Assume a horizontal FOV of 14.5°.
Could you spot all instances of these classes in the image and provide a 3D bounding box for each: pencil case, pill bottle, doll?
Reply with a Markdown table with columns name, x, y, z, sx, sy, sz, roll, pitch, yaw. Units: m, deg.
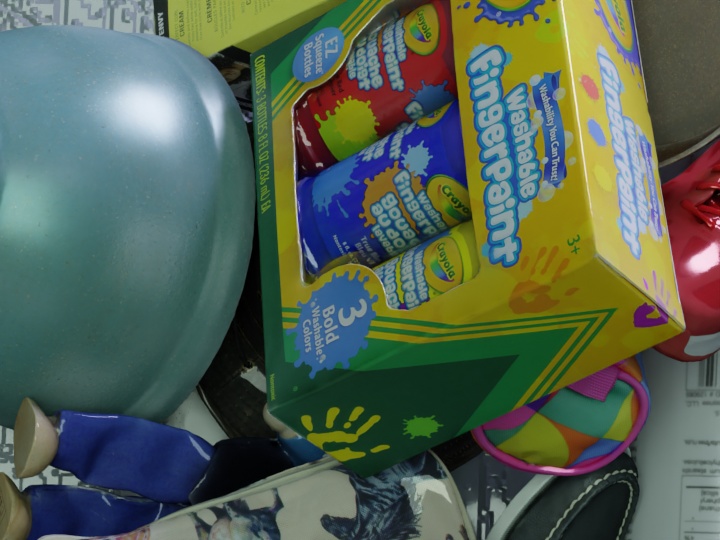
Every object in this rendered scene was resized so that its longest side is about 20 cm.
| name | x | y | z | sx | sy | sz | roll | pitch | yaw |
| --- | --- | --- | --- | --- | --- | --- | --- | --- | --- |
| pencil case | 0.082 | -0.002 | 1.281 | 0.088 | 0.088 | 0.200 | -7 | 45 | 3 |
| pill bottle | 0.175 | 0.117 | 1.310 | 0.113 | 0.113 | 0.200 | 3 | 82 | 4 |
| doll | -0.067 | 0.117 | 1.287 | 0.200 | 0.048 | 0.137 | 13 | 111 | -20 |
| pencil case | -0.052 | 0.128 | 1.222 | 0.200 | 0.078 | 0.090 | -16 | 89 | -20 |

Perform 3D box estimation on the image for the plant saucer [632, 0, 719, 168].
| name | x | y | z | sx | sy | sz | roll | pitch | yaw |
| --- | --- | --- | --- | --- | --- | --- | --- | --- | --- |
| plant saucer | 0.134 | -0.135 | 1.260 | 0.200 | 0.032 | 0.201 | -15 | 67 | 40 |

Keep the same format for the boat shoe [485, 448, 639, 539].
| name | x | y | z | sx | sy | sz | roll | pitch | yaw |
| --- | --- | --- | --- | --- | --- | --- | --- | --- | --- |
| boat shoe | 0.081 | 0.166 | 1.296 | 0.060 | 0.076 | 0.200 | 49 | 126 | 38 |

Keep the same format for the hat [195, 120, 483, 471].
| name | x | y | z | sx | sy | sz | roll | pitch | yaw |
| --- | --- | --- | --- | --- | --- | --- | --- | --- | --- |
| hat | 0.000 | 0.000 | 1.327 | 0.200 | 0.081 | 0.201 | 9 | 62 | -17 |

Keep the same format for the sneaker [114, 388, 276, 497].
| name | x | y | z | sx | sy | sz | roll | pitch | yaw |
| --- | --- | --- | --- | --- | --- | --- | --- | --- | --- |
| sneaker | -0.063 | 0.066 | 1.363 | 0.115 | 0.074 | 0.200 | -4 | 81 | -7 |

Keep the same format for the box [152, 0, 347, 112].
| name | x | y | z | sx | sy | sz | roll | pitch | yaw |
| --- | --- | --- | --- | --- | --- | --- | --- | --- | --- |
| box | -0.004 | -0.133 | 1.325 | 0.200 | 0.075 | 0.050 | -21 | 65 | 38 |

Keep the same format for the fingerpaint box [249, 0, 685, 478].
| name | x | y | z | sx | sy | sz | roll | pitch | yaw |
| --- | --- | --- | --- | --- | --- | --- | --- | --- | --- |
| fingerpaint box | 0.039 | -0.038 | 1.207 | 0.167 | 0.073 | 0.200 | -26 | 48 | 27 |

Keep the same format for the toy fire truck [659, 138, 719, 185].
| name | x | y | z | sx | sy | sz | roll | pitch | yaw |
| --- | --- | --- | --- | --- | --- | --- | --- | --- | --- |
| toy fire truck | 0.199 | -0.101 | 1.357 | 0.200 | 0.112 | 0.168 | 10 | 106 | 6 |

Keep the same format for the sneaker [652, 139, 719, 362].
| name | x | y | z | sx | sy | sz | roll | pitch | yaw |
| --- | --- | --- | --- | --- | --- | --- | --- | --- | --- |
| sneaker | 0.170 | -0.043 | 1.232 | 0.078 | 0.200 | 0.116 | 37 | 120 | 2 |

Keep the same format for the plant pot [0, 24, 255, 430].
| name | x | y | z | sx | sy | sz | roll | pitch | yaw |
| --- | --- | --- | --- | --- | --- | --- | --- | --- | --- |
| plant pot | -0.163 | -0.025 | 1.295 | 0.200 | 0.134 | 0.201 | -15 | 69 | 43 |
